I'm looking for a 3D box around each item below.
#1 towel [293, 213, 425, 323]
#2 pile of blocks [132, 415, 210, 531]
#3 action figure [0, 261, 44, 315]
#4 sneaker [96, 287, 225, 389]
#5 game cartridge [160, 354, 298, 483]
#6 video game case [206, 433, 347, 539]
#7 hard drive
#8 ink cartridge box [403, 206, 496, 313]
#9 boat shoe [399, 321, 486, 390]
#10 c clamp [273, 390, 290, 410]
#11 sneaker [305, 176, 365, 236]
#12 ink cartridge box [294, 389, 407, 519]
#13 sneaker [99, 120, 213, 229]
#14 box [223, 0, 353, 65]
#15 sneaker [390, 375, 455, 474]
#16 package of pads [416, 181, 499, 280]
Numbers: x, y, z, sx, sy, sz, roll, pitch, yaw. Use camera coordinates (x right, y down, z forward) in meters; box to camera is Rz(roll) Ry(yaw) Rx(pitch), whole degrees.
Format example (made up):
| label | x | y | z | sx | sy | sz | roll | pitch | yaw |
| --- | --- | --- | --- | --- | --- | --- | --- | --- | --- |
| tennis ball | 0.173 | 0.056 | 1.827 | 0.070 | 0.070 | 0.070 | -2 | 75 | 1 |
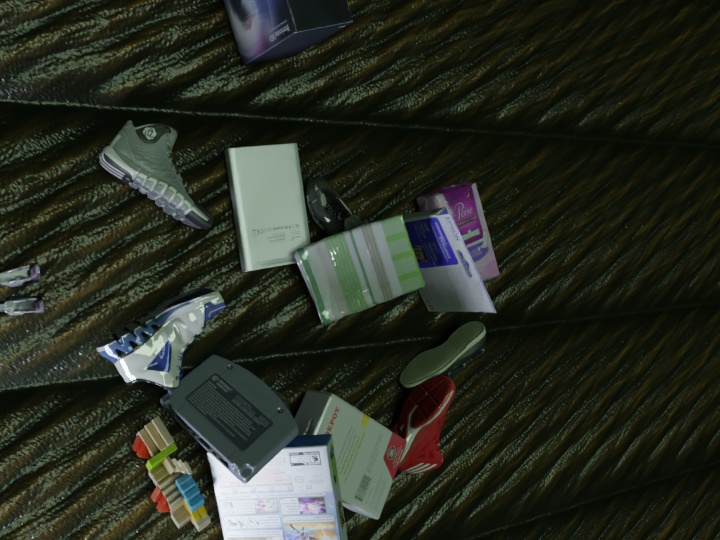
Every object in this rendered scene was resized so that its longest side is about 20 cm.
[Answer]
| label | x | y | z | sx | sy | sz | roll | pitch | yaw |
| --- | --- | --- | --- | --- | --- | --- | --- | --- | --- |
| towel | 0.000 | 0.000 | 1.314 | 0.196 | 0.031 | 0.151 | -19 | 116 | 5 |
| pile of blocks | -0.292 | 0.323 | 1.166 | 0.062 | 0.082 | 0.203 | -31 | 105 | -29 |
| action figure | -0.534 | 0.036 | 1.031 | 0.197 | 0.069 | 0.133 | -10 | 99 | -29 |
| sneaker | -0.293 | 0.116 | 1.182 | 0.197 | 0.080 | 0.117 | -30 | 108 | -23 |
| game cartridge | -0.196 | 0.220 | 1.181 | 0.133 | 0.199 | 0.041 | -40 | 151 | -29 |
| video game case | -0.129 | 0.355 | 1.206 | 0.196 | 0.045 | 0.185 | -5 | 102 | 11 |
| hard drive | -0.154 | -0.109 | 1.302 | 0.130 | 0.027 | 0.205 | -10 | 94 | -32 |
| ink cartridge box | 0.154 | -0.016 | 1.394 | 0.043 | 0.199 | 0.201 | -34 | 106 | -27 |
| boat shoe | 0.164 | 0.178 | 1.469 | 0.198 | 0.074 | 0.067 | -37 | 125 | -20 |
| c clamp | -0.182 | 0.287 | 1.275 | 0.169 | 0.027 | 0.204 | -20 | 97 | -37 |
| sneaker | -0.026 | -0.077 | 1.345 | 0.066 | 0.090 | 0.203 | -34 | 106 | -29 |
| ink cartridge box | -0.032 | 0.315 | 1.320 | 0.199 | 0.083 | 0.147 | 38 | 66 | -31 |
| sneaker | -0.292 | -0.160 | 1.189 | 0.199 | 0.075 | 0.117 | 36 | 68 | -25 |
| box | -0.132 | -0.458 | 1.226 | 0.122 | 0.199 | 0.202 | -23 | 100 | -31 |
| sneaker | 0.128 | 0.292 | 1.428 | 0.115 | 0.079 | 0.201 | 32 | 102 | -38 |
| package of pads | 0.191 | -0.064 | 1.493 | 0.119 | 0.075 | 0.204 | -21 | 100 | -34 |
